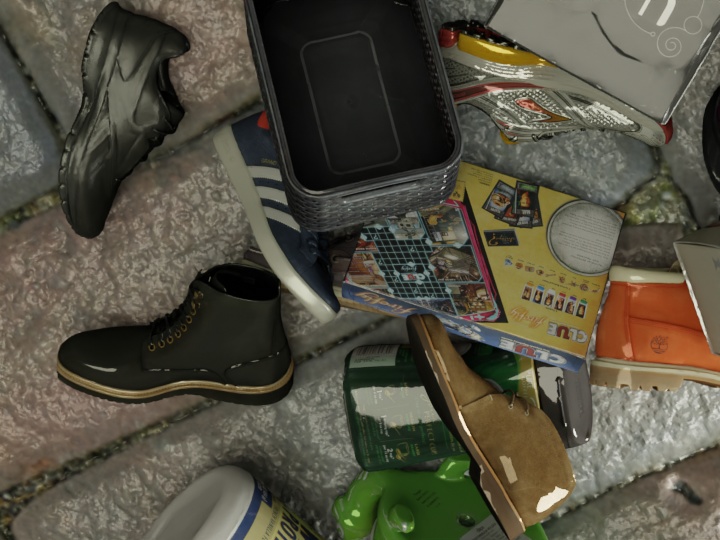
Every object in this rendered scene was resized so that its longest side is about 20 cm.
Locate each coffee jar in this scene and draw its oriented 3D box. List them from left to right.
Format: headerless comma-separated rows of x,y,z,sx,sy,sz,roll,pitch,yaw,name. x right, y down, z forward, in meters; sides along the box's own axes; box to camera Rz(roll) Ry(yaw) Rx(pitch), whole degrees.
0.091,0.105,1.490,0.200,0.085,0.104,-6,103,12,coffee jar

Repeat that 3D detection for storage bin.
-0.008,-0.145,1.388,0.135,0.094,0.200,-13,75,-4,storage bin

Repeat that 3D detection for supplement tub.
-0.082,0.277,1.524,0.144,0.144,0.200,-42,107,17,supplement tub

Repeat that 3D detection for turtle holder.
0.061,0.240,1.504,0.185,0.141,0.132,14,122,2,turtle holder

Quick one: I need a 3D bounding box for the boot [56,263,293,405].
-0.156,0.042,1.492,0.200,0.077,0.138,0,139,-2,boot

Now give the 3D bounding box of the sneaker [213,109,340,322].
-0.046,-0.054,1.443,0.084,0.075,0.200,-29,63,5,sneaker

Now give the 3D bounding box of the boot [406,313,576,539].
0.101,0.110,1.419,0.075,0.074,0.200,-30,104,-2,boot

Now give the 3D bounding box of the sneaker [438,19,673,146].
0.152,-0.136,1.430,0.200,0.078,0.082,20,111,14,sneaker

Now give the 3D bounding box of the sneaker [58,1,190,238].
-0.196,-0.117,1.491,0.091,0.076,0.200,15,109,-2,sneaker

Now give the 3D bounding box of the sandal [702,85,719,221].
0.291,-0.093,1.415,0.048,0.075,0.201,14,107,24,sandal

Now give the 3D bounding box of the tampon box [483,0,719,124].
0.192,-0.211,1.332,0.150,0.200,0.126,28,107,1,tampon box

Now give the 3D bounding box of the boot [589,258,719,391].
0.281,0.044,1.432,0.200,0.075,0.107,4,88,-20,boot

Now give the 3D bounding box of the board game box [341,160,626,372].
0.099,-0.013,1.442,0.200,0.035,0.136,18,67,2,board game box

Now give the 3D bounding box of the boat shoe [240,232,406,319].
0.000,0.000,1.491,0.200,0.072,0.065,11,87,12,boat shoe

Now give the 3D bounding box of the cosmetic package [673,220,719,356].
0.355,-0.013,1.372,0.200,0.087,0.103,-22,101,-15,cosmetic package
